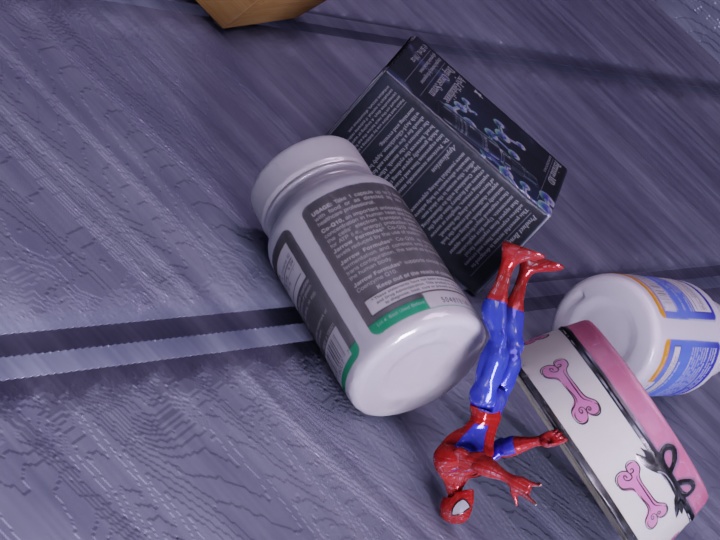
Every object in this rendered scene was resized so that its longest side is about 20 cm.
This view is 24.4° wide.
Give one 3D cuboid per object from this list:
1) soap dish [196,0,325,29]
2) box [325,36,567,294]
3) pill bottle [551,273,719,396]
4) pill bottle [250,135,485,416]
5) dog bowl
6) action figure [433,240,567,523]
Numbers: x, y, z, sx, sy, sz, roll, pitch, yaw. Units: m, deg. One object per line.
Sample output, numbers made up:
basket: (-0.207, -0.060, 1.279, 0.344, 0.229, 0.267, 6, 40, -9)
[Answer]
soap dish: (-0.118, -0.310, 1.620, 0.157, 0.081, 0.200, 46, 25, 8)
box: (0.078, -0.100, 1.537, 0.200, 0.107, 0.148, 41, 23, -4)
pill bottle: (0.272, 0.062, 1.557, 0.200, 0.112, 0.112, 6, 43, -54)
pill bottle: (0.000, 0.000, 1.246, 0.113, 0.113, 0.200, 12, 38, -48)
dog bowl: (0.191, 0.125, 1.280, 0.200, 0.074, 0.200, 57, 1, -1)
action figure: (0.114, 0.090, 1.170, 0.099, 0.201, 0.065, 20, -2, 30)
